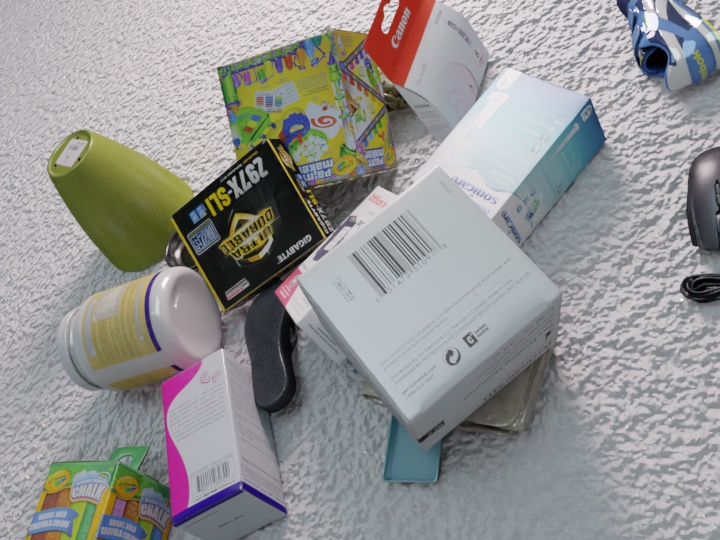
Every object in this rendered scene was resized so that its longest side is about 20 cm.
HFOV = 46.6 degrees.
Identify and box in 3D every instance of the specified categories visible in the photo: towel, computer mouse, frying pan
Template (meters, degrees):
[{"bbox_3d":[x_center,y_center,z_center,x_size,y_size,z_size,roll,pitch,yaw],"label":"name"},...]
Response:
[{"bbox_3d":[0.110,0.108,0.946,0.198,0.035,0.134,11,62,28],"label":"towel"},{"bbox_3d":[0.408,-0.064,0.877,0.139,0.046,0.202,-4,57,33],"label":"computer mouse"},{"bbox_3d":[-0.244,-0.076,1.335,0.114,0.031,0.192,6,59,36],"label":"frying pan"}]

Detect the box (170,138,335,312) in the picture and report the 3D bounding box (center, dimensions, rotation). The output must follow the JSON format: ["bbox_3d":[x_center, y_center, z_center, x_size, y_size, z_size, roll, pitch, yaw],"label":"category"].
[{"bbox_3d":[-0.151,-0.062,1.165,0.199,0.049,0.161,-33,83,25],"label":"box"}]

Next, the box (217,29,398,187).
[{"bbox_3d":[-0.075,-0.217,1.193,0.198,0.122,0.196,-9,96,28],"label":"box"}]

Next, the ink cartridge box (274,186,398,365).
[{"bbox_3d":[0.000,0.000,1.048,0.200,0.084,0.145,-46,22,-2],"label":"ink cartridge box"}]

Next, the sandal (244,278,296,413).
[{"bbox_3d":[-0.115,0.102,1.115,0.075,0.043,0.202,-28,46,25],"label":"sandal"}]

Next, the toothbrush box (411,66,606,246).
[{"bbox_3d":[0.186,-0.139,1.053,0.201,0.085,0.146,-50,47,-7],"label":"toothbrush box"}]

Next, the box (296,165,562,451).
[{"bbox_3d":[0.074,0.041,0.879,0.198,0.131,0.200,-39,65,-6],"label":"box"}]

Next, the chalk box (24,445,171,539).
[{"bbox_3d":[-0.322,0.312,1.047,0.123,0.124,0.202,-10,54,27],"label":"chalk box"}]

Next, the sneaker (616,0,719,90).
[{"bbox_3d":[0.370,-0.299,1.053,0.082,0.074,0.201,-36,45,10],"label":"sneaker"}]

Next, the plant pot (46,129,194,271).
[{"bbox_3d":[-0.405,-0.131,1.363,0.185,0.200,0.189,-18,50,23],"label":"plant pot"}]

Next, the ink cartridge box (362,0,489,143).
[{"bbox_3d":[0.097,-0.298,1.144,0.056,0.200,0.164,0,59,36],"label":"ink cartridge box"}]

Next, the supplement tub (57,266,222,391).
[{"bbox_3d":[-0.312,0.088,1.184,0.198,0.146,0.147,-16,51,23],"label":"supplement tub"}]

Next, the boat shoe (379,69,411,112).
[{"bbox_3d":[0.034,-0.260,1.258,0.198,0.073,0.063,-3,63,45],"label":"boat shoe"}]

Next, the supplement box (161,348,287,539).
[{"bbox_3d":[-0.171,0.216,1.029,0.100,0.103,0.202,-29,49,13],"label":"supplement box"}]

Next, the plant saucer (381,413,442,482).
[{"bbox_3d":[0.072,0.150,0.972,0.069,0.019,0.202,-8,54,29],"label":"plant saucer"}]
